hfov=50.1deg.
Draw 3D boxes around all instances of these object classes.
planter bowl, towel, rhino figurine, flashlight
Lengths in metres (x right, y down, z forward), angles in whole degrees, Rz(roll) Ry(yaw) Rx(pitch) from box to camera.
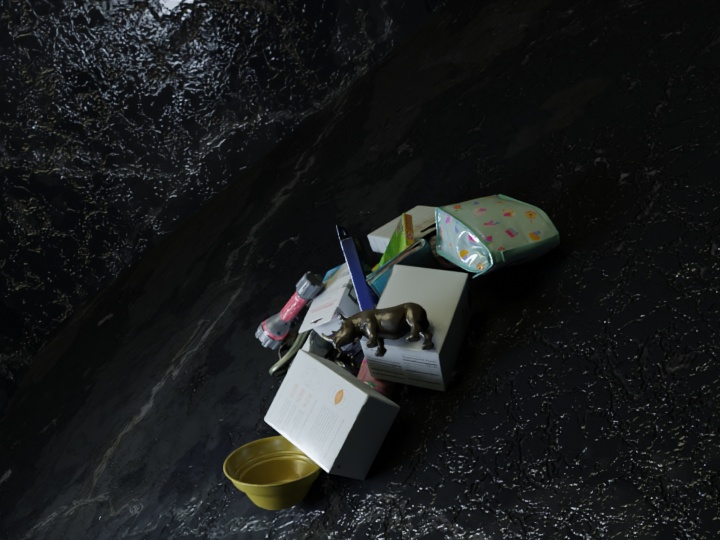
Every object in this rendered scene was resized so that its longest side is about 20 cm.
[{"bbox_3d":[-0.156,0.394,1.457,0.197,0.085,0.201,-4,14,1],"label":"planter bowl"},{"bbox_3d":[0.098,0.017,1.607,0.146,0.200,0.022,-36,61,0],"label":"towel"},{"bbox_3d":[0.028,0.103,1.359,0.197,0.060,0.088,-7,52,7],"label":"rhino figurine"},{"bbox_3d":[-0.164,0.092,1.774,0.200,0.067,0.068,-51,37,24],"label":"flashlight"}]

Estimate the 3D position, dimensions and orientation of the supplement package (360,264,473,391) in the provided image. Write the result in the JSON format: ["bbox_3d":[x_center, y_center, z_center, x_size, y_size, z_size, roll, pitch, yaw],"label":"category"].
[{"bbox_3d":[0.112,0.104,1.457,0.154,0.112,0.201,7,49,23],"label":"supplement package"}]

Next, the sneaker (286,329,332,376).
[{"bbox_3d":[-0.123,0.220,1.753,0.087,0.074,0.200,-55,1,34],"label":"sneaker"}]

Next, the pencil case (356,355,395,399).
[{"bbox_3d":[0.039,0.184,1.540,0.087,0.088,0.201,-23,32,36],"label":"pencil case"}]

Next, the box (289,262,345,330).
[{"bbox_3d":[-0.115,0.072,1.920,0.200,0.036,0.143,-42,-1,-21],"label":"box"}]

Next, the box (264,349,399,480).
[{"bbox_3d":[-0.054,0.262,1.411,0.199,0.106,0.154,28,89,42],"label":"box"}]

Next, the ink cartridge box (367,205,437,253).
[{"bbox_3d":[0.128,-0.089,1.753,0.159,0.048,0.199,-30,21,-20],"label":"ink cartridge box"}]

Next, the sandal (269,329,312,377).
[{"bbox_3d":[-0.155,0.169,1.843,0.057,0.080,0.202,29,74,18],"label":"sandal"}]

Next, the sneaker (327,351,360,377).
[{"bbox_3d":[-0.048,0.245,1.547,0.201,0.076,0.112,-77,9,-59],"label":"sneaker"}]

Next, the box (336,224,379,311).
[{"bbox_3d":[0.000,0.000,1.599,0.032,0.203,0.121,-18,-3,9],"label":"box"}]

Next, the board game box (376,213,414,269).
[{"bbox_3d":[0.069,-0.017,1.645,0.096,0.030,0.201,-91,21,-44],"label":"board game box"}]

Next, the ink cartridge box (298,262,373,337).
[{"bbox_3d":[-0.051,0.075,1.739,0.115,0.067,0.201,-24,31,41],"label":"ink cartridge box"}]

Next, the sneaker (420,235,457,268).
[{"bbox_3d":[0.213,-0.039,1.661,0.197,0.082,0.071,0,69,26],"label":"sneaker"}]

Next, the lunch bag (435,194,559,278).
[{"bbox_3d":[0.261,-0.063,1.480,0.168,0.124,0.200,-14,26,-23],"label":"lunch bag"}]

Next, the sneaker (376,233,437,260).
[{"bbox_3d":[0.118,-0.048,1.828,0.199,0.076,0.091,2,40,49],"label":"sneaker"}]

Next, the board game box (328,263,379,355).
[{"bbox_3d":[0.009,0.092,1.770,0.200,0.057,0.165,-43,22,1],"label":"board game box"}]
